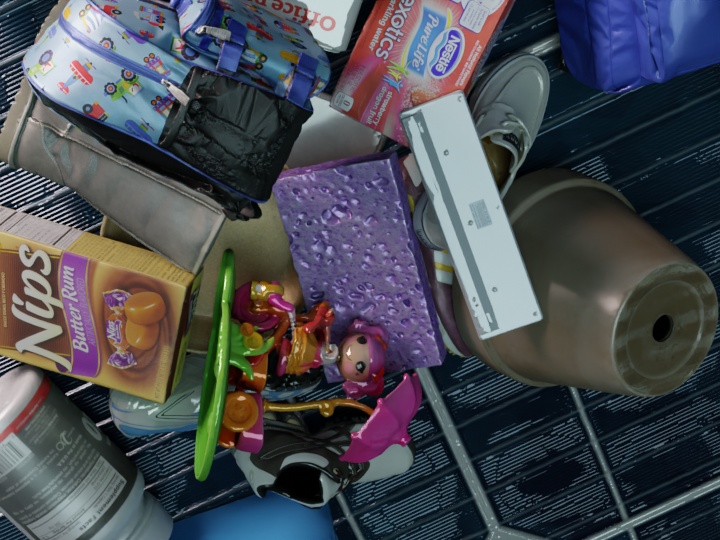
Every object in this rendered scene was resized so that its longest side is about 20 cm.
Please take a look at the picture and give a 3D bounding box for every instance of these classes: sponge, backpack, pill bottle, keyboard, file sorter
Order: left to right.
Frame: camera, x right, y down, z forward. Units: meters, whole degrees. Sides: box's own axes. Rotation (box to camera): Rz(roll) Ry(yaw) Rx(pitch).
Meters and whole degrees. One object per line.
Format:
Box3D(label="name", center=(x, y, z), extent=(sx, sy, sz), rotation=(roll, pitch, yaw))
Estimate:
Box3D(label="pill bottle", center=(-0.270, 0.192, 1.176), extent=(0.114, 0.114, 0.200), rotation=(-38, 111, 6))
Box3D(label="backpack", center=(-0.140, -0.149, 0.959), extent=(0.199, 0.183, 0.135), rotation=(24, 106, -14))
Box3D(label="file sorter", center=(-0.106, 0.307, 1.231), extent=(0.199, 0.139, 0.123), rotation=(-20, 115, -1))
Box3D(label="sponge", center=(0.000, 0.000, 1.135), extent=(0.111, 0.030, 0.201), rotation=(-9, 112, 17))
Box3D(label="keyboard", center=(0.091, -0.043, 1.057), extent=(0.056, 0.011, 0.201), rotation=(-20, 99, 3))
Box3D(label="backpack", center=(0.248, -0.264, 1.062), extent=(0.162, 0.168, 0.201), rotation=(-20, 110, -13))

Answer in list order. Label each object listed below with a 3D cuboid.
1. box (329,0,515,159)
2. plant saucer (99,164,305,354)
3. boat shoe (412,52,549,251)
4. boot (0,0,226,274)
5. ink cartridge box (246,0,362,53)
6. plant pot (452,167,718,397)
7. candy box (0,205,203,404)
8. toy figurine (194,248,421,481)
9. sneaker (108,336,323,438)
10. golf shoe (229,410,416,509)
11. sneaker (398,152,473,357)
Box3D(label="box", center=(0.064, -0.206, 1.080), extent=(0.099, 0.095, 0.201), rotation=(27, 104, 4))
Box3D(label="plant saucer", center=(-0.132, -0.024, 1.160), extent=(0.199, 0.035, 0.202), rotation=(-3, 110, -8))
Box3D(label="boat shoe", center=(0.117, -0.105, 1.111), extent=(0.071, 0.070, 0.201), rotation=(40, 71, -21))
Box3D(label="boot", center=(-0.184, -0.116, 1.072), extent=(0.199, 0.073, 0.183), rotation=(27, 109, 6))
Box3D(label="ink cartridge box", center=(-0.053, -0.297, 1.047), extent=(0.145, 0.086, 0.201), rotation=(15, 108, -12))
Box3D(label="plant pot", center=(0.207, 0.025, 1.123), extent=(0.199, 0.173, 0.202), rotation=(-9, 109, -27))
Box3D(label="candy box", center=(-0.246, 0.029, 1.121), extent=(0.199, 0.057, 0.117), rotation=(16, 113, 5))
Box3D(label="toy figurine", center=(-0.038, 0.089, 1.108), extent=(0.183, 0.150, 0.201), rotation=(8, 66, -11))
Box3D(label="sneaker", center=(-0.133, 0.109, 1.199), extent=(0.199, 0.072, 0.073), rotation=(-10, 143, -11))
Box3D(label="golf shoe", center=(-0.030, 0.186, 1.200), extent=(0.199, 0.095, 0.078), rotation=(9, 129, -29))
Box3D(label="sneaker", center=(0.085, -0.015, 1.175), extent=(0.090, 0.075, 0.201), rotation=(-23, 112, 4))
